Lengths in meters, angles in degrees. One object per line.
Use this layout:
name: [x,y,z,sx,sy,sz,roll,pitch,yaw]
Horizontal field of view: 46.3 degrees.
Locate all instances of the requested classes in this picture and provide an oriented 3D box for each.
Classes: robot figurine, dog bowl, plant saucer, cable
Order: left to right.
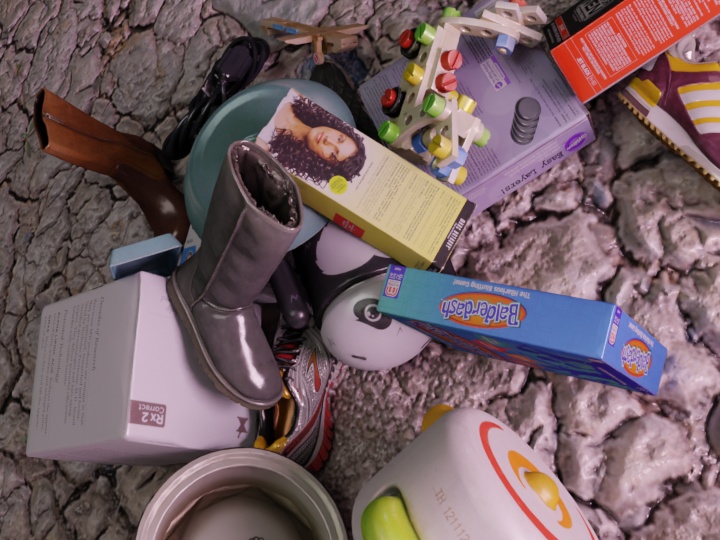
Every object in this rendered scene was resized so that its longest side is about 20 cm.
plant saucer: [-0.223,-0.006,0.868,0.069,0.200,0.019,-18,86,-16]
cable: [-0.179,-0.215,1.049,0.163,0.051,0.201,-45,21,34]
dog bowl: [-0.112,0.274,0.786,0.197,0.074,0.202,5,61,-9]
plant saucer: [-0.099,-0.110,0.831,0.197,0.036,0.203,-9,66,21]
robot figurine: [0.001,-0.001,0.829,0.150,0.124,0.202,-34,57,20]

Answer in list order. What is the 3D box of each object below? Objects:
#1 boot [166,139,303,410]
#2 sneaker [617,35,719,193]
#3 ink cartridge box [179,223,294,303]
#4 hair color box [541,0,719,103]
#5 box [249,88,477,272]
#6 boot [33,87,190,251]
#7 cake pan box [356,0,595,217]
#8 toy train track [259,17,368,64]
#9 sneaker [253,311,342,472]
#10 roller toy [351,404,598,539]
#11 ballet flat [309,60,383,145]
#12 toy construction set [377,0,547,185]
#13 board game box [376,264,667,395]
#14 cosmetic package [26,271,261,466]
boot: [-0.095,0.011,0.757,0.182,0.072,0.200,52,131,8]
sneaker: [0.304,-0.121,0.694,0.090,0.075,0.201,-48,54,17]
ink cartridge box: [-0.125,-0.070,0.939,0.145,0.083,0.203,-7,67,59]
hair color box: [0.263,-0.240,0.745,0.199,0.061,0.102,-32,20,21]
box: [0.001,-0.075,0.757,0.199,0.050,0.076,31,71,-2]
boot: [-0.298,-0.121,1.033,0.068,0.199,0.190,-33,58,20]
cake pan box: [0.108,-0.163,0.848,0.183,0.052,0.201,-32,58,11]
toy train track: [-0.066,-0.278,1.019,0.199,0.114,0.033,32,133,50]
sneaker: [-0.066,0.104,0.866,0.077,0.082,0.203,-10,67,32]
roller toy: [0.098,0.206,0.655,0.140,0.200,0.183,-44,90,14]
ballet flat: [-0.016,-0.169,0.960,0.067,0.056,0.201,-56,43,34]
toy construction set: [0.085,-0.176,0.781,0.131,0.092,0.201,3,59,57]
board game box: [0.135,0.050,0.702,0.198,0.152,0.046,11,80,37]
cosmetic package: [-0.231,0.116,0.905,0.198,0.164,0.167,-16,66,39]
